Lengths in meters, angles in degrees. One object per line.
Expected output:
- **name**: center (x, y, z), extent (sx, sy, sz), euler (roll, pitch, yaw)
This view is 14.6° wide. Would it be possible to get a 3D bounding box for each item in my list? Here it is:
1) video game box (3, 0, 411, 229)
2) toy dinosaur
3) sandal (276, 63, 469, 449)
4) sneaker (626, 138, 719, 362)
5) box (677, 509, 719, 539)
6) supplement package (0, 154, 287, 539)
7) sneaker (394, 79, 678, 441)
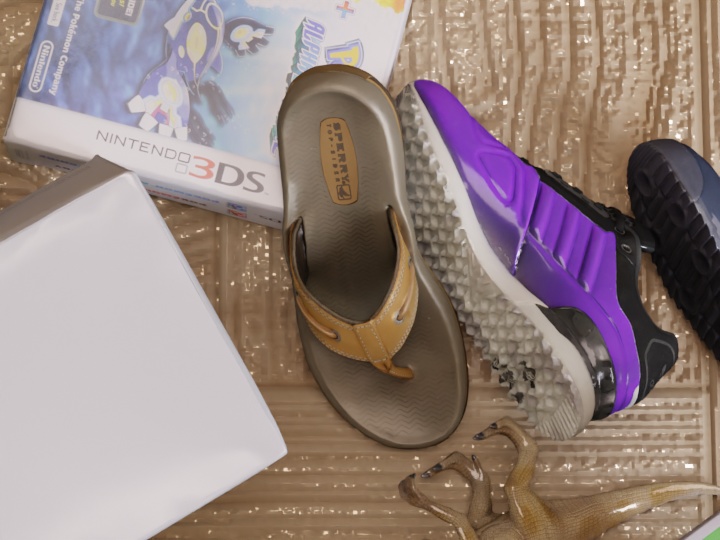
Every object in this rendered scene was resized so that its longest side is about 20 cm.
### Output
- **video game box**: center (-0.068, -0.131, 1.433), extent (0.181, 0.047, 0.201), euler (15, 79, -1)
- **toy dinosaur**: center (0.077, 0.128, 1.383), extent (0.200, 0.058, 0.101), euler (-29, 83, -29)
- **sandal**: center (0.000, 0.000, 1.370), extent (0.080, 0.054, 0.201), euler (-9, 110, 10)
- **sneaker**: center (0.212, 0.010, 1.408), extent (0.082, 0.070, 0.200), euler (-30, 83, -24)
- **box**: center (0.136, 0.186, 1.272), extent (0.200, 0.177, 0.097), euler (-30, 79, -33)
- **supplement package**: center (-0.160, 0.057, 1.296), extent (0.191, 0.200, 0.148), euler (-30, 99, -6)
- **sneaker**: center (0.090, -0.015, 1.406), extent (0.099, 0.070, 0.201), euler (-21, 70, -25)
